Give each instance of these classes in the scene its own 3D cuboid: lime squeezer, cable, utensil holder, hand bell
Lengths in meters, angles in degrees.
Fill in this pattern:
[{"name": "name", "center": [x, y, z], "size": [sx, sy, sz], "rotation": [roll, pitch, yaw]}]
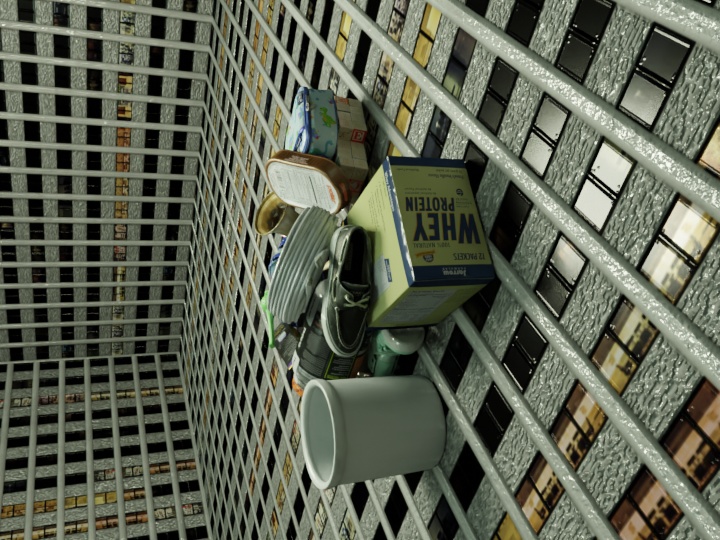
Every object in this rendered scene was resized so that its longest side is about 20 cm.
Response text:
[{"name": "lime squeezer", "center": [-0.170, 0.066, 1.370], "size": [0.037, 0.071, 0.201], "rotation": [-30, 25, 23]}, {"name": "cable", "center": [-0.097, -0.009, 1.117], "size": [0.201, 0.068, 0.201], "rotation": [-70, 4, -48]}, {"name": "utensil holder", "center": [0.018, 0.261, 1.109], "size": [0.169, 0.197, 0.173], "rotation": [180, 90, -66]}, {"name": "hand bell", "center": [-0.123, -0.084, 1.450], "size": [0.103, 0.199, 0.105], "rotation": [-23, 53, 34]}]

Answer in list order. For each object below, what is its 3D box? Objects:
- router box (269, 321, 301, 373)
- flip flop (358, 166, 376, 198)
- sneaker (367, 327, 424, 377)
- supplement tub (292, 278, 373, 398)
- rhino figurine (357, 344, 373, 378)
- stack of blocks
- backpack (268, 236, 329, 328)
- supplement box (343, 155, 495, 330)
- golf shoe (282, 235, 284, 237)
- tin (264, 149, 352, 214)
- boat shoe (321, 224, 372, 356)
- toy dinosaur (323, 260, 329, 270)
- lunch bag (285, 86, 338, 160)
[{"name": "router box", "center": [-0.083, 0.201, 1.359], "size": [0.052, 0.200, 0.157], "rotation": [-48, 29, -1]}, {"name": "flip flop", "center": [0.028, -0.114, 1.264], "size": [0.081, 0.057, 0.202], "rotation": [121, 157, -44]}, {"name": "sneaker", "center": [0.059, 0.143, 1.146], "size": [0.200, 0.073, 0.120], "rotation": [-133, 51, -79]}, {"name": "supplement tub", "center": [-0.048, 0.127, 1.178], "size": [0.123, 0.121, 0.202], "rotation": [51, 127, 55]}, {"name": "rhino figurine", "center": [0.012, 0.192, 1.279], "size": [0.087, 0.059, 0.203], "rotation": [-2, 105, 56]}, {"name": "stack of blocks", "center": [-0.030, -0.243, 1.338], "size": [0.202, 0.058, 0.116], "rotation": [-99, 22, -45]}, {"name": "backpack", "center": [-0.094, -0.001, 1.372], "size": [0.201, 0.132, 0.185], "rotation": [-76, -20, -59]}, {"name": "supplement box", "center": [0.080, -0.037, 1.034], "size": [0.200, 0.132, 0.203], "rotation": [131, 132, -58]}, {"name": "golf shoe", "center": [-0.150, -0.011, 1.615], "size": [0.075, 0.090, 0.203], "rotation": [21, -110, -80]}, {"name": "tin", "center": [-0.103, -0.166, 1.279], "size": [0.198, 0.042, 0.113], "rotation": [17, 141, 35]}, {"name": "boat shoe", "center": [-0.017, 0.032, 1.012], "size": [0.064, 0.070, 0.203], "rotation": [-174, 84, -68]}, {"name": "toy dinosaur", "center": [-0.016, -0.034, 1.205], "size": [0.200, 0.058, 0.102], "rotation": [-49, 53, 28]}, {"name": "lunch bag", "center": [-0.102, -0.254, 1.348], "size": [0.200, 0.081, 0.163], "rotation": [121, 148, -57]}]
